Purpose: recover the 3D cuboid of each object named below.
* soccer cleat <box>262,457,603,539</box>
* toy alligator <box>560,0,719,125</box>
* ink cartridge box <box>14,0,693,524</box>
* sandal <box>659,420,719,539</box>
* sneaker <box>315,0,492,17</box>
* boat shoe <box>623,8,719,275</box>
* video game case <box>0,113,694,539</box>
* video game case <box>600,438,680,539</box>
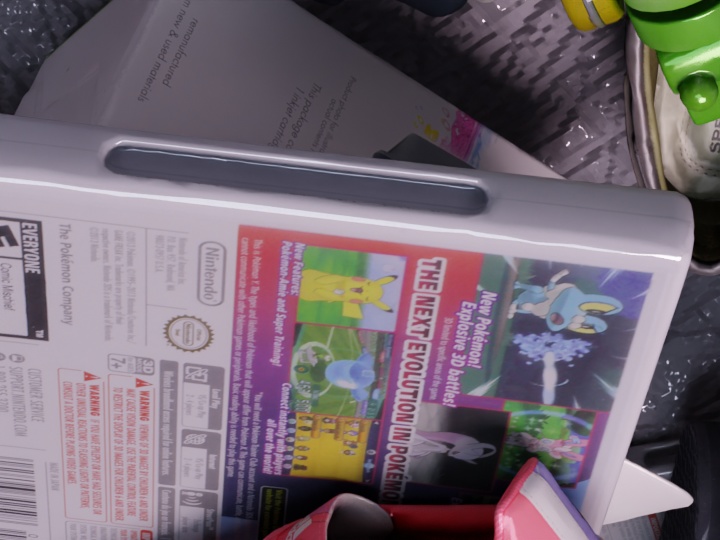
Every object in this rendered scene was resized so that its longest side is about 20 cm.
[{"bbox_3d":[-0.020,0.095,0.652,0.199,0.067,0.077,-11,114,30],"label":"soccer cleat"},{"bbox_3d":[0.078,-0.067,0.575,0.059,0.054,0.200,-18,128,14],"label":"toy alligator"},{"bbox_3d":[0.000,0.000,0.692,0.199,0.068,0.117,32,156,-18],"label":"ink cartridge box"},{"bbox_3d":[0.113,0.139,0.788,0.043,0.076,0.201,5,129,-2],"label":"sandal"},{"bbox_3d":[0.024,-0.132,0.607,0.199,0.080,0.130,-29,125,22],"label":"sneaker"},{"bbox_3d":[0.103,-0.087,0.638,0.071,0.066,0.202,3,129,4],"label":"boat shoe"},{"bbox_3d":[-0.021,0.034,0.625,0.181,0.023,0.200,7,145,-1],"label":"video game case"},{"bbox_3d":[0.157,0.107,0.818,0.199,0.017,0.143,-10,126,14],"label":"video game case"}]
